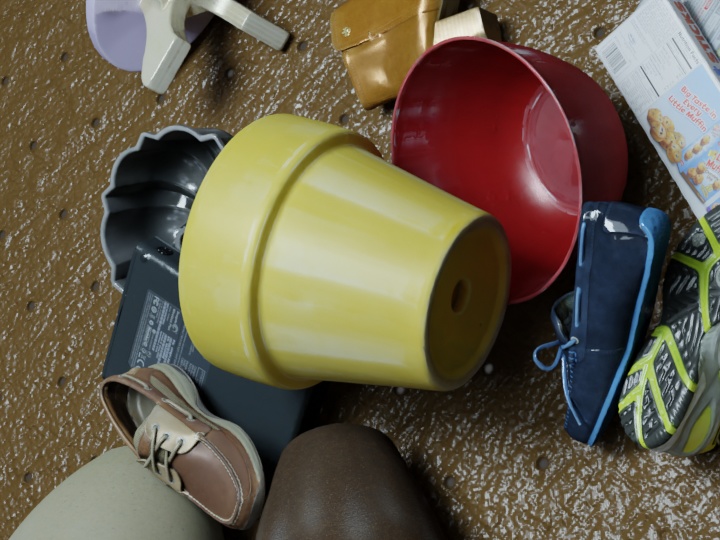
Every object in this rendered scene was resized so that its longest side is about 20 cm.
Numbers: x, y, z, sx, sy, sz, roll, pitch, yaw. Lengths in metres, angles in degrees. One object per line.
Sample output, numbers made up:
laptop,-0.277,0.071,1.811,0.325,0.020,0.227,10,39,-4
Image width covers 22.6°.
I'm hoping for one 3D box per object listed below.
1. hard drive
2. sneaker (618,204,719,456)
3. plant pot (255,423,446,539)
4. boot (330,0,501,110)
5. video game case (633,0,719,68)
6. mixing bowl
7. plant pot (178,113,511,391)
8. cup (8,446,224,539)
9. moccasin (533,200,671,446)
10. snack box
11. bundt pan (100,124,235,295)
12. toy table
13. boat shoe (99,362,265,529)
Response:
hard drive,-0.120,0.081,1.488,0.199,0.033,0.140,32,120,24
sneaker,0.252,0.037,1.264,0.075,0.076,0.201,34,99,49
plant pot,-0.009,0.222,1.347,0.186,0.187,0.201,-31,45,24
boot,0.036,-0.245,1.514,0.143,0.071,0.203,-17,71,28
video game case,0.325,-0.226,1.315,0.181,0.045,0.201,39,101,38
mixing bowl,0.127,-0.084,1.353,0.200,0.108,0.202,21,118,46
plant pot,0.000,0.000,1.314,0.188,0.201,0.202,15,84,30
cup,-0.189,0.231,1.471,0.199,0.201,0.144,-15,39,31
moccasin,0.170,0.032,1.284,0.068,0.080,0.201,20,122,16
snack box,0.248,-0.103,1.310,0.072,0.024,0.201,-41,67,34
bundt pan,-0.122,-0.030,1.525,0.201,0.076,0.203,11,111,32
toy table,-0.157,-0.260,1.605,0.117,0.183,0.201,38,111,53
boat shoe,-0.145,0.141,1.419,0.200,0.071,0.076,37,116,47
